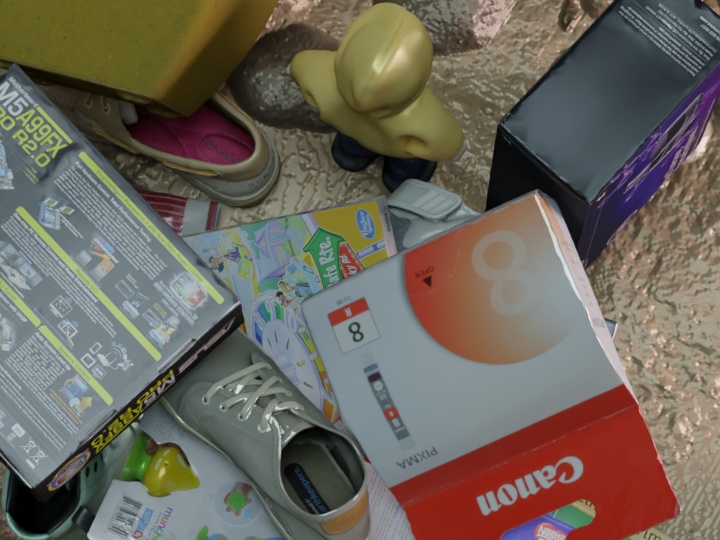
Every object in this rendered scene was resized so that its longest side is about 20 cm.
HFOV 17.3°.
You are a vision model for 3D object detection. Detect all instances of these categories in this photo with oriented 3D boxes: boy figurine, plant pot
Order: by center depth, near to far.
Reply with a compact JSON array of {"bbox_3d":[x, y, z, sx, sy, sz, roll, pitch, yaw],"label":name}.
[{"bbox_3d":[-0.142,-0.204,1.432,0.193,0.195,0.201,15,90,8],"label":"plant pot"},{"bbox_3d":[0.009,-0.108,1.467,0.124,0.200,0.065,26,77,11],"label":"boy figurine"}]

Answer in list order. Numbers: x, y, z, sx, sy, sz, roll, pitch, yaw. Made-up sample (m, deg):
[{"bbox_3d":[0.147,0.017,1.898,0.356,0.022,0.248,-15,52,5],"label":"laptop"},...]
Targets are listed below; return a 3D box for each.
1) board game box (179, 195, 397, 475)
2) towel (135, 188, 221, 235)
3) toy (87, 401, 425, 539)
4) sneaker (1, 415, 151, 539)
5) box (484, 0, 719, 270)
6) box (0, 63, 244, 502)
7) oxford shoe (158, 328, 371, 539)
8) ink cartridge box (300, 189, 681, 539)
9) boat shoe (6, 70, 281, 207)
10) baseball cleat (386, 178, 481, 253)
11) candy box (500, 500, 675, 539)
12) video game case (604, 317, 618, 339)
[{"bbox_3d":[-0.031,0.066,1.449,0.134,0.034,0.201,-11,95,11],"label":"board game box"},{"bbox_3d":[-0.198,0.010,1.528,0.199,0.023,0.145,8,74,2],"label":"towel"},{"bbox_3d":[-0.051,0.154,1.410,0.199,0.047,0.116,26,63,-3],"label":"toy"},{"bbox_3d":[-0.154,0.079,1.438,0.073,0.118,0.201,23,87,3],"label":"sneaker"},{"bbox_3d":[0.151,-0.084,1.457,0.079,0.200,0.141,44,80,11],"label":"box"},{"bbox_3d":[-0.190,0.006,1.356,0.160,0.044,0.200,-42,78,-12],"label":"box"},{"bbox_3d":[-0.061,0.083,1.385,0.075,0.058,0.200,-31,69,-27],"label":"oxford shoe"},{"bbox_3d":[0.072,0.077,1.364,0.162,0.050,0.201,-25,76,16],"label":"ink cartridge box"},{"bbox_3d":[-0.141,-0.112,1.536,0.199,0.069,0.074,26,76,7],"label":"boat shoe"},{"bbox_3d":[0.000,0.000,1.502,0.199,0.070,0.107,-4,61,11],"label":"baseball cleat"},{"bbox_3d":[0.122,0.240,1.422,0.168,0.077,0.201,29,77,-1],"label":"candy box"},{"bbox_3d":[0.066,0.104,1.501,0.142,0.019,0.201,18,75,5],"label":"video game case"}]
